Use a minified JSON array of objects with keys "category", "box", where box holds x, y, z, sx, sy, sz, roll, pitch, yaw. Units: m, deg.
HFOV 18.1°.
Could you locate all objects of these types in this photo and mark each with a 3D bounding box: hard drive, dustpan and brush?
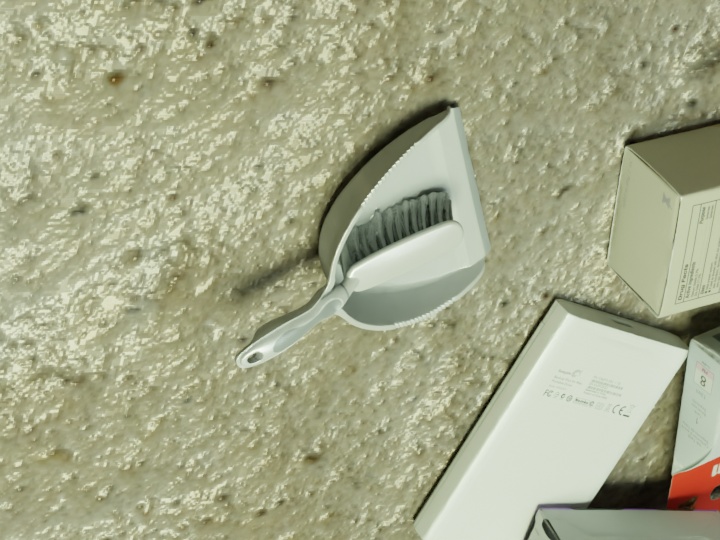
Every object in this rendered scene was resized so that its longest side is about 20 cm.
[{"category":"hard drive","box":[0.138,0.120,1.630,0.131,0.026,0.201,16,113,-39]},{"category":"dustpan and brush","box":[0.000,0.000,1.428,0.199,0.057,0.140,-27,133,-12]}]

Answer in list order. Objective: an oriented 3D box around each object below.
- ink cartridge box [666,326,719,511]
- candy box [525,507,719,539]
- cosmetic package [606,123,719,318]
[{"category":"ink cartridge box","box":[0.310,0.112,1.702,0.162,0.057,0.201,-21,129,-28]},{"category":"candy box","box":[0.182,0.277,1.700,0.167,0.072,0.201,4,122,-29]},{"category":"cosmetic package","box":[0.276,-0.047,1.558,0.199,0.073,0.104,-12,129,-24]}]
